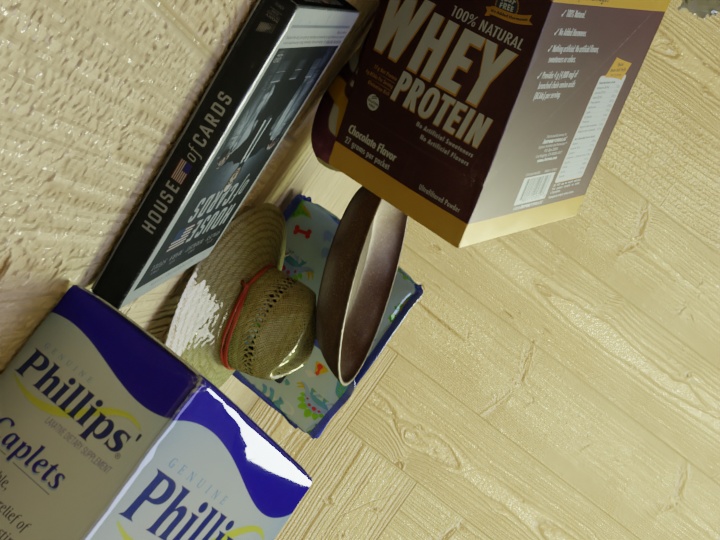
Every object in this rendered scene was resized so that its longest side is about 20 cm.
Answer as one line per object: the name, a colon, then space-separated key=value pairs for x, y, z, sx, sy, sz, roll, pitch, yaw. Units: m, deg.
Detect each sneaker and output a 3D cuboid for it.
sneaker: x=0.022 y=-0.174 z=0.846 sx=0.202 sy=0.074 sz=0.090 roll=-57 pitch=166 yaw=-17

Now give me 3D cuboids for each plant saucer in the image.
plant saucer: x=0.000 y=0.000 z=0.932 sx=0.200 sy=0.036 sz=0.204 roll=17 pitch=89 yaw=-78

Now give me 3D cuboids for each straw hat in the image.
straw hat: x=-0.080 y=0.046 z=0.898 sx=0.202 sy=0.084 sz=0.203 roll=-58 pitch=162 yaw=-31

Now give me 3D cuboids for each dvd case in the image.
dvd case: x=-0.077 y=-0.077 z=0.630 sx=0.202 sy=0.025 sz=0.150 roll=-56 pitch=177 yaw=17

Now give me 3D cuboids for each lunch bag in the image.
lunch bag: x=-0.054 y=0.049 z=1.095 sx=0.201 sy=0.169 sz=0.127 roll=-52 pitch=178 yaw=5

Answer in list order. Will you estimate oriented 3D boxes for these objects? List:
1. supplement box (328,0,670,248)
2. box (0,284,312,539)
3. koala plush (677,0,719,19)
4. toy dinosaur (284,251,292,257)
supplement box: x=0.108 y=-0.150 z=0.790 sx=0.196 sy=0.132 sz=0.203 roll=-15 pitch=131 yaw=-51
box: x=-0.145 y=0.147 z=0.585 sx=0.201 sy=0.104 sz=0.184 roll=-54 pitch=151 yaw=-13
koala plush: x=0.133 y=-0.231 z=0.458 sx=0.179 sy=0.199 sz=0.184 roll=-54 pitch=174 yaw=8
toy dinosaur: x=-0.148 y=0.062 z=0.993 sx=0.200 sy=0.060 sz=0.107 roll=-48 pitch=-159 yaw=20
